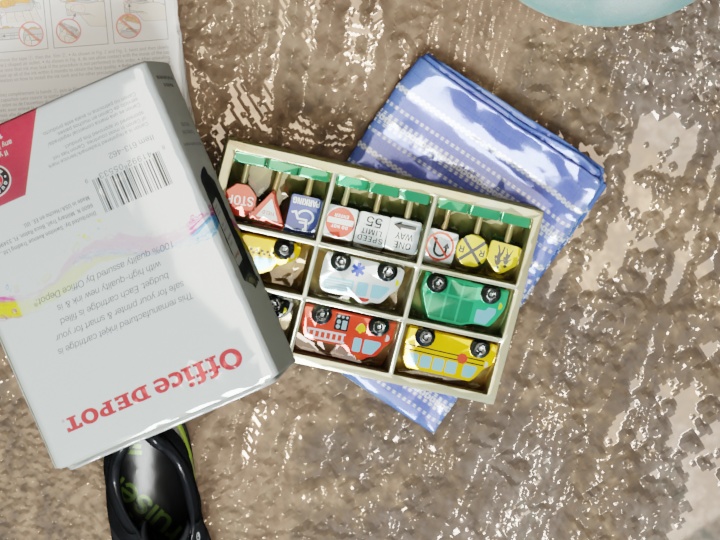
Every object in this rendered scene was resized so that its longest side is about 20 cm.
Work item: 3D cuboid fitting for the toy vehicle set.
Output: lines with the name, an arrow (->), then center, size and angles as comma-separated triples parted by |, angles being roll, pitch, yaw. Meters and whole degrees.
toy vehicle set -> 0.000, 0.000, 1.632 | 0.200, 0.027, 0.124 | 12, 98, -8

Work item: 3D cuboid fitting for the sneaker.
sneaker -> -0.124, 0.177, 1.653 | 0.072, 0.083, 0.200 | -15, 97, 1

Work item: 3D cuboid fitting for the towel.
towel -> 0.043, -0.017, 1.663 | 0.145, 0.024, 0.200 | 34, 95, -4

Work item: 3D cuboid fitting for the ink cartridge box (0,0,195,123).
ink cartridge box -> -0.184, -0.109, 1.637 | 0.161, 0.050, 0.200 | -5, 95, -1

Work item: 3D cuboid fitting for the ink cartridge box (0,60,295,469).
ink cartridge box -> -0.145, -0.003, 1.570 | 0.146, 0.083, 0.200 | -23, 91, 8

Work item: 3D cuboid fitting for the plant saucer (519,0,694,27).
plant saucer -> 0.154, -0.248, 1.629 | 0.201, 0.039, 0.201 | 0, 98, -2
